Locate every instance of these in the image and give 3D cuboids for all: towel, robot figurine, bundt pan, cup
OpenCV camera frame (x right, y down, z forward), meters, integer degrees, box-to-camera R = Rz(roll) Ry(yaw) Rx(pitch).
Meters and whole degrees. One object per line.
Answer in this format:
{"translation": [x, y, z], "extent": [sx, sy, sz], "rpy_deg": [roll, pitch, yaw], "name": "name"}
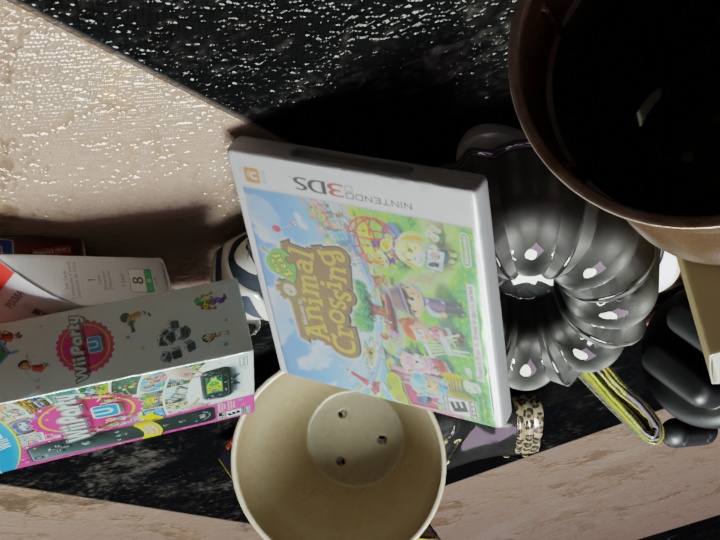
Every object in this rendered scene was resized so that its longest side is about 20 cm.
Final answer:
{"translation": [0.210, 0.094, 1.182], "extent": [0.023, 0.144, 0.200], "rpy_deg": [-44, 171, 2], "name": "towel"}
{"translation": [0.324, 0.077, 1.158], "extent": [0.150, 0.125, 0.200], "rpy_deg": [-23, 162, 33], "name": "robot figurine"}
{"translation": [0.116, 0.010, 0.931], "extent": [0.202, 0.076, 0.202], "rpy_deg": [2, 132, 2], "name": "bundt pan"}
{"translation": [-0.012, 0.173, 1.286], "extent": [0.200, 0.201, 0.143], "rpy_deg": [-14, 180, 7], "name": "cup"}

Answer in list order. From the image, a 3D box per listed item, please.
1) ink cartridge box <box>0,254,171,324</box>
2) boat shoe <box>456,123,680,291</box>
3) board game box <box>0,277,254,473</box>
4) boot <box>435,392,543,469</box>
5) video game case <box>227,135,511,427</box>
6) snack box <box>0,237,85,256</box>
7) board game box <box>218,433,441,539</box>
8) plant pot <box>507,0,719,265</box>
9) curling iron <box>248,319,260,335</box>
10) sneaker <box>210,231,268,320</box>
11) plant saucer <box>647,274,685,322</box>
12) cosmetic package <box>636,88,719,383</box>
{"translation": [-0.261, 0.043, 0.974], "extent": [0.200, 0.050, 0.161], "rpy_deg": [-1, 154, -38], "name": "ink cartridge box"}
{"translation": [0.151, -0.056, 0.967], "extent": [0.200, 0.068, 0.072], "rpy_deg": [27, 128, -21], "name": "boat shoe"}
{"translation": [-0.180, 0.078, 0.972], "extent": [0.200, 0.064, 0.148], "rpy_deg": [-11, 157, -9], "name": "board game box"}
{"translation": [0.117, 0.194, 1.493], "extent": [0.150, 0.073, 0.200], "rpy_deg": [-7, 150, -8], "name": "boot"}
{"translation": [0.008, 0.009, 0.897], "extent": [0.182, 0.022, 0.200], "rpy_deg": [12, 132, 27], "name": "video game case"}
{"translation": [-0.304, 0.000, 0.959], "extent": [0.200, 0.024, 0.072], "rpy_deg": [1, 152, -25], "name": "snack box"}
{"translation": [-0.032, 0.246, 1.429], "extent": [0.200, 0.165, 0.057], "rpy_deg": [17, 114, -45], "name": "board game box"}
{"translation": [0.204, -0.098, 0.772], "extent": [0.200, 0.201, 0.198], "rpy_deg": [-17, 163, 15], "name": "plant pot"}
{"translation": [-0.170, 0.037, 1.089], "extent": [0.200, 0.026, 0.050], "rpy_deg": [6, 148, -32], "name": "curling iron"}
{"translation": [0.000, 0.000, 1.011], "extent": [0.199, 0.080, 0.130], "rpy_deg": [18, 153, -29], "name": "sneaker"}
{"translation": [0.262, 0.009, 1.154], "extent": [0.200, 0.032, 0.200], "rpy_deg": [-16, 161, -6], "name": "plant saucer"}
{"translation": [0.257, -0.036, 0.889], "extent": [0.105, 0.200, 0.071], "rpy_deg": [-17, 156, 11], "name": "cosmetic package"}
